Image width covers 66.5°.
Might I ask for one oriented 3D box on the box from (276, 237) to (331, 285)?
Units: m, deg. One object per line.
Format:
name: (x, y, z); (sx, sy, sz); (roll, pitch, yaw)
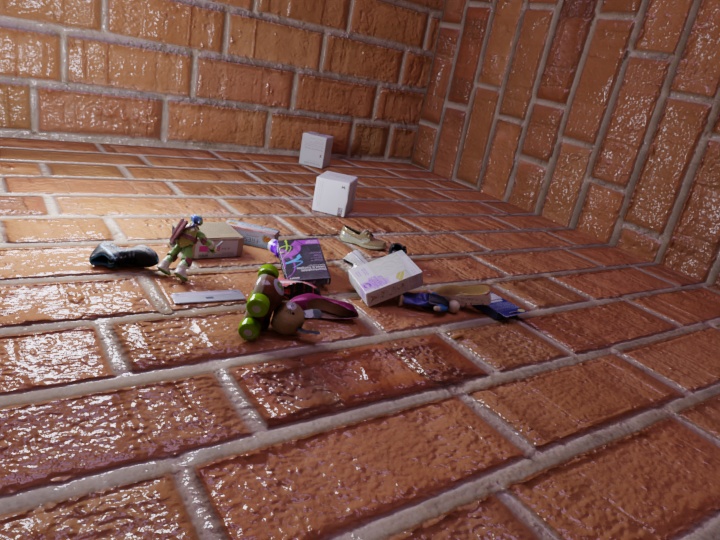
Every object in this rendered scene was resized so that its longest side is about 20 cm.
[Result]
box: (-0.187, -0.028, 1.785); (0.142, 0.036, 0.201); (-6, 46, -18)

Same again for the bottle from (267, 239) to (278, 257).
bottle: (-0.234, -0.057, 1.906); (0.199, 0.066, 0.083); (23, 29, 29)

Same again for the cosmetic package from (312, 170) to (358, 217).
cosmetic package: (-0.120, -0.371, 2.640); (0.164, 0.166, 0.200); (13, 20, 7)

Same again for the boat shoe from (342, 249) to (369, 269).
boat shoe: (0.000, 0.000, 1.892); (0.070, 0.071, 0.200); (-29, 44, -13)

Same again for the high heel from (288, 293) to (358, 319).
high heel: (-0.103, 0.106, 1.538); (0.199, 0.068, 0.096); (0, 12, -35)

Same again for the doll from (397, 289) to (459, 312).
doll: (0.221, 0.098, 1.759); (0.199, 0.049, 0.137); (10, 22, -2)

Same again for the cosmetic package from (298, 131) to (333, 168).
cosmetic package: (-0.289, -0.791, 3.595); (0.166, 0.201, 0.166); (14, 20, 9)

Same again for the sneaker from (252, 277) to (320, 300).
sneaker: (-0.216, 0.049, 1.631); (0.199, 0.074, 0.087); (8, 19, -7)

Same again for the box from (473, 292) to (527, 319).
box: (0.448, 0.116, 1.847); (0.121, 0.033, 0.200); (-6, 25, -36)

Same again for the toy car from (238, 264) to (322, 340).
toy car: (-0.193, 0.104, 1.418); (0.199, 0.158, 0.165); (20, 31, -10)

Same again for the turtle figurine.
turtle figurine: (-0.517, -0.060, 1.671); (0.143, 0.195, 0.200); (29, -23, -13)

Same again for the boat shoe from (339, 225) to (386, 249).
boat shoe: (0.013, -0.135, 2.232); (0.199, 0.067, 0.074); (14, 21, 8)

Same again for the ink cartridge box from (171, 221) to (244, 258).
ink cartridge box: (-0.523, -0.106, 1.875); (0.199, 0.075, 0.165); (-4, 27, -36)

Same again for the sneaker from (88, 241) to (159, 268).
sneaker: (-0.697, -0.031, 1.622); (0.199, 0.074, 0.082); (4, 31, 5)

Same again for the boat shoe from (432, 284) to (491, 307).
boat shoe: (0.333, 0.092, 1.812); (0.199, 0.070, 0.071); (1, 34, 31)

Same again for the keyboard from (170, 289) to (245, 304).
keyboard: (-0.428, 0.075, 1.550); (0.199, 0.011, 0.056); (-3, 30, -31)

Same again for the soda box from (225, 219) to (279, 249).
soda box: (-0.404, -0.132, 2.019); (0.199, 0.064, 0.068); (13, 21, 3)

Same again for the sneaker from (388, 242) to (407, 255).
sneaker: (0.144, -0.064, 2.071); (0.070, 0.098, 0.200); (12, 19, 9)

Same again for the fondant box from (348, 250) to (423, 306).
fondant box: (0.080, 0.022, 1.752); (0.199, 0.058, 0.144); (-22, 38, -14)
